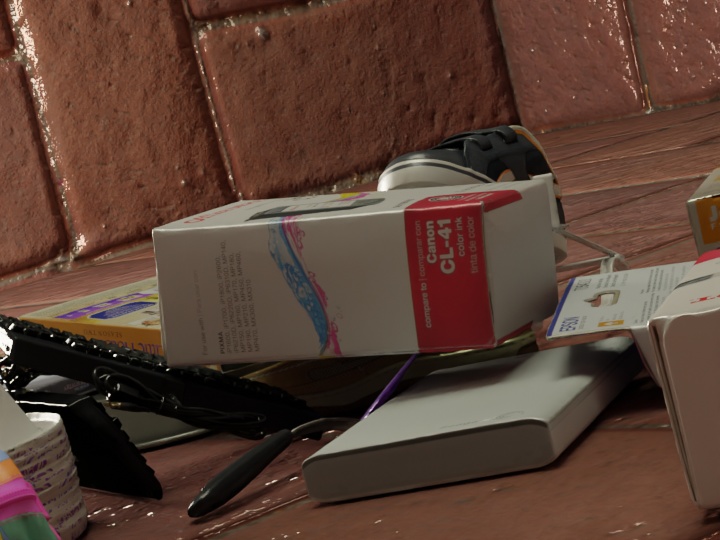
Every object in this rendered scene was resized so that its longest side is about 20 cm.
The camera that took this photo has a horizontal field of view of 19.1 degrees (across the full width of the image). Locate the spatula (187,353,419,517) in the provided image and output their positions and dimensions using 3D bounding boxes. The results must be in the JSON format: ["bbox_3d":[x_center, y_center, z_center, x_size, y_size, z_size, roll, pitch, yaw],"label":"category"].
[{"bbox_3d":[-0.028,0.091,1.174,0.200,0.021,0.057,-26,-19,-45],"label":"spatula"}]

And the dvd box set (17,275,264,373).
[{"bbox_3d":[-0.114,0.034,1.455,0.200,0.029,0.146,3,14,41],"label":"dvd box set"}]

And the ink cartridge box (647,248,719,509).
[{"bbox_3d":[0.213,0.030,0.919,0.144,0.085,0.200,-12,5,16],"label":"ink cartridge box"}]

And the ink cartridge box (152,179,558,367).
[{"bbox_3d":[0.000,0.000,1.230,0.199,0.086,0.148,-2,7,19],"label":"ink cartridge box"}]

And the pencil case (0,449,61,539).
[{"bbox_3d":[-0.221,0.140,0.915,0.088,0.089,0.200,-8,8,44],"label":"pencil case"}]

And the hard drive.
[{"bbox_3d":[0.065,0.076,1.136,0.132,0.026,0.200,-12,5,21],"label":"hard drive"}]

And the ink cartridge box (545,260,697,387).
[{"bbox_3d":[0.210,0.023,1.183,0.199,0.043,0.196,-10,7,11],"label":"ink cartridge box"}]

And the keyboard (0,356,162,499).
[{"bbox_3d":[-0.173,0.082,1.251,0.040,0.104,0.200,-47,19,-22],"label":"keyboard"}]

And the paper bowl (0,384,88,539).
[{"bbox_3d":[-0.254,0.115,1.144,0.200,0.105,0.201,-15,5,1],"label":"paper bowl"}]

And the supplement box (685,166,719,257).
[{"bbox_3d":[0.298,-0.038,1.449,0.126,0.074,0.200,-12,6,17],"label":"supplement box"}]

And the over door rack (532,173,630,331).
[{"bbox_3d":[0.085,0.008,1.391,0.147,0.067,0.200,-11,-20,19],"label":"over door rack"}]

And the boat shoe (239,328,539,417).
[{"bbox_3d":[0.008,0.044,1.339,0.199,0.076,0.072,-14,6,3],"label":"boat shoe"}]

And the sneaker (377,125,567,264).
[{"bbox_3d":[0.071,-0.059,1.413,0.078,0.080,0.200,-13,-19,27],"label":"sneaker"}]

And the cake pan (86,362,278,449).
[{"bbox_3d":[-0.128,0.085,1.470,0.200,0.037,0.200,-13,6,1],"label":"cake pan"}]

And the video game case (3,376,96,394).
[{"bbox_3d":[-0.197,0.070,1.506,0.143,0.019,0.200,-9,6,43],"label":"video game case"}]

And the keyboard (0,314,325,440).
[{"bbox_3d":[-0.109,0.064,1.215,0.200,0.021,0.127,16,9,-28],"label":"keyboard"}]
